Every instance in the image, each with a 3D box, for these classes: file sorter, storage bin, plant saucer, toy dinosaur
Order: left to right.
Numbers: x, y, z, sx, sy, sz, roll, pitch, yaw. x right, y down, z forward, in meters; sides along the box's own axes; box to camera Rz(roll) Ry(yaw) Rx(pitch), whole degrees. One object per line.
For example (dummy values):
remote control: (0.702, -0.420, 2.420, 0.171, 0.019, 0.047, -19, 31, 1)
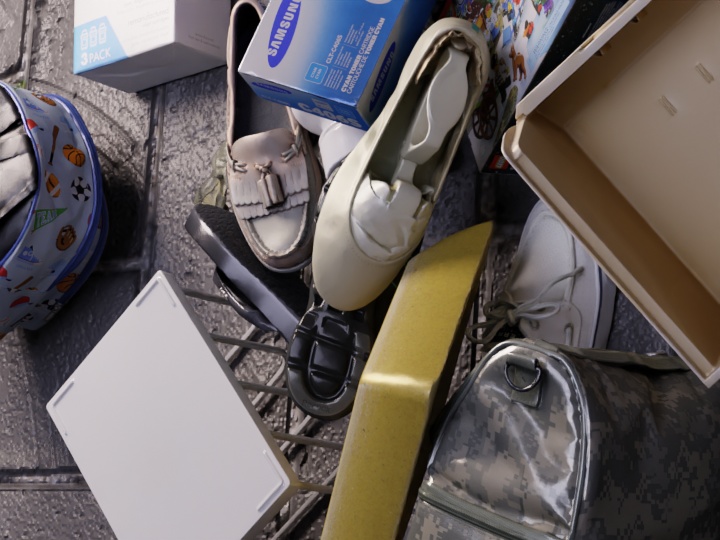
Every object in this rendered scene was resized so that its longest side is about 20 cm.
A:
file sorter: (-0.098, 0.128, 1.546, 0.139, 0.124, 0.201, -48, 54, 20)
toy dinosaur: (-0.064, -0.100, 1.625, 0.088, 0.047, 0.201, 38, 102, 46)
plant saucer: (0.024, 0.090, 1.375, 0.048, 0.200, 0.201, 17, 123, 4)
storage bin: (0.218, -0.079, 1.287, 0.199, 0.094, 0.200, 48, 116, 0)

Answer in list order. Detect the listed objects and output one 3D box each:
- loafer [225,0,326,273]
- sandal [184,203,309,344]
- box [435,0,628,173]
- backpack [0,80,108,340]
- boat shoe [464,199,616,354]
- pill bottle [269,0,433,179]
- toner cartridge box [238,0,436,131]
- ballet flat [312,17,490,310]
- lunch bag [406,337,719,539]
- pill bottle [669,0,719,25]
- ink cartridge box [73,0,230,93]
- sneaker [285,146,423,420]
loafer: (-0.069, -0.098, 1.561, 0.071, 0.063, 0.202, -13, 64, 13)
sandal: (-0.065, 0.025, 1.559, 0.200, 0.076, 0.043, 48, 111, 28)
box: (0.112, -0.178, 1.418, 0.201, 0.037, 0.137, 117, 146, -47)
backpack: (-0.283, -0.048, 1.730, 0.190, 0.153, 0.201, -44, 61, 34)
boat shoe: (0.106, 0.044, 1.416, 0.074, 0.086, 0.204, 5, 84, 41)
pill bottle: (-0.003, -0.160, 1.540, 0.112, 0.112, 0.202, -25, 64, 34)
toner cartridge box: (0.005, -0.199, 1.463, 0.094, 0.043, 0.201, 18, 77, 26)
ballet flat: (0.028, -0.067, 1.388, 0.069, 0.069, 0.201, 22, 88, 41)
lunch bag: (0.132, 0.127, 1.305, 0.139, 0.199, 0.169, 22, 98, 38)
pill bottle: (0.235, -0.249, 1.355, 0.112, 0.112, 0.202, 21, 95, 41)
ink cartridge box: (-0.163, -0.253, 1.727, 0.114, 0.068, 0.202, -12, 72, 38)
sneaker: (0.000, 0.000, 1.464, 0.075, 0.079, 0.202, 20, 89, 11)
